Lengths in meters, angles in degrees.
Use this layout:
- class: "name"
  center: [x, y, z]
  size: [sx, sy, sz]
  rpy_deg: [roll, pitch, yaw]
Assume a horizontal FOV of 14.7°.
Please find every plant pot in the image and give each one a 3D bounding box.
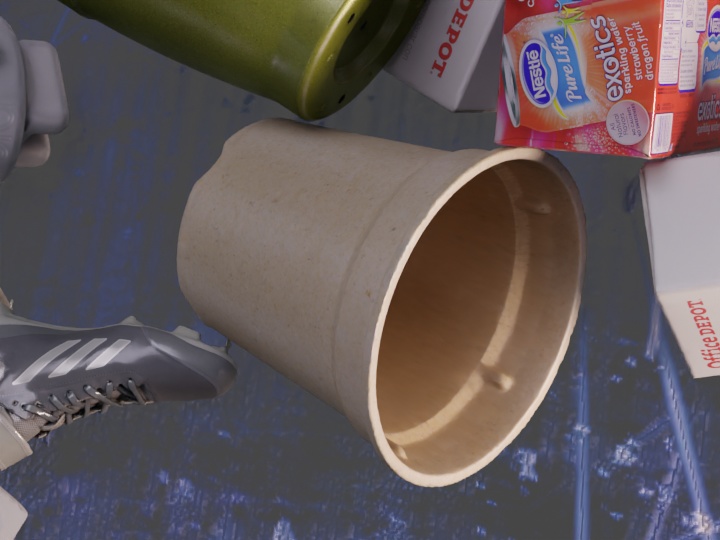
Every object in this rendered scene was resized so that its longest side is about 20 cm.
- class: "plant pot"
  center: [0.000, 0.000, 1.624]
  size: [0.183, 0.201, 0.201]
  rpy_deg: [22, 74, 35]
- class: "plant pot"
  center: [-0.065, -0.192, 1.633]
  size: [0.193, 0.200, 0.201]
  rpy_deg: [37, 81, 14]

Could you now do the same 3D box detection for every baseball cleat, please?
- class: "baseball cleat"
  center: [-0.175, 0.077, 1.689]
  size: [0.199, 0.070, 0.107]
  rpy_deg: [6, 62, 18]

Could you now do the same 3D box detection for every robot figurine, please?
- class: "robot figurine"
  center: [-0.285, -0.108, 1.752]
  size: [0.199, 0.170, 0.114]
  rpy_deg: [0, 57, -26]

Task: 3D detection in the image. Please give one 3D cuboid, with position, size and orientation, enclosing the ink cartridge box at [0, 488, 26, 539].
- class: "ink cartridge box"
  center: [-0.287, 0.191, 1.618]
  size: [0.047, 0.160, 0.201]
  rpy_deg: [22, 75, 25]

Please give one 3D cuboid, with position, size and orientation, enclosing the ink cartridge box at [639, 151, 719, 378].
- class: "ink cartridge box"
  center: [0.266, -0.011, 1.562]
  size: [0.199, 0.146, 0.083]
  rpy_deg: [-9, 67, 13]

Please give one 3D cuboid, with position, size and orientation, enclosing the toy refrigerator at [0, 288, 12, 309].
- class: "toy refrigerator"
  center: [-0.327, 0.043, 1.753]
  size: [0.199, 0.070, 0.076]
  rpy_deg: [-34, 62, -1]

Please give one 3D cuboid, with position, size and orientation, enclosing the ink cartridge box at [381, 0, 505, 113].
- class: "ink cartridge box"
  center: [0.031, -0.206, 1.718]
  size: [0.199, 0.084, 0.147]
  rpy_deg: [33, 111, 27]

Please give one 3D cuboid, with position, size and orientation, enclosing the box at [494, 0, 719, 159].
- class: "box"
  center: [0.153, -0.120, 1.597]
  size: [0.095, 0.200, 0.101]
  rpy_deg: [7, 98, 21]
